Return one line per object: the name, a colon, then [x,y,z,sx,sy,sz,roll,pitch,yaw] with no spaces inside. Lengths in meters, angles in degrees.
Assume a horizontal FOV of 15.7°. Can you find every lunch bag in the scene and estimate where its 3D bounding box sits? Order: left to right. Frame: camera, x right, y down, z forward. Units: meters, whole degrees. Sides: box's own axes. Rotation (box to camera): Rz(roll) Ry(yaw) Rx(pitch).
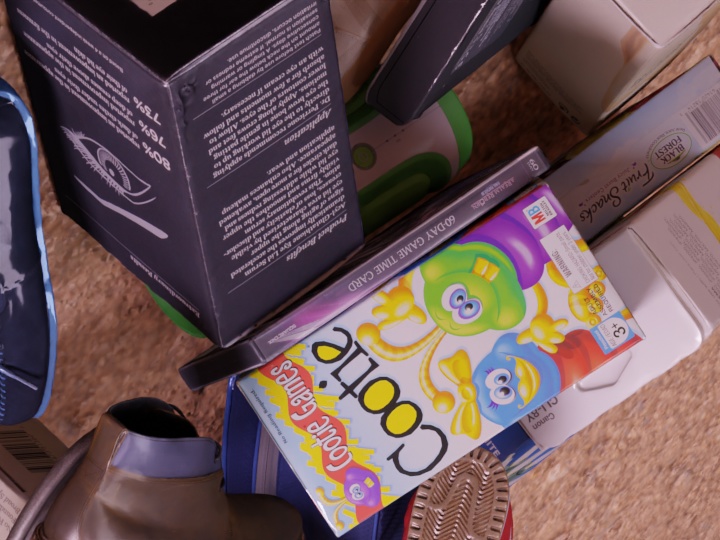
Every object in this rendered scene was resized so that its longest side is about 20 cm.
lunch bag: [-0.014,0.104,1.620,0.136,0.132,0.200,-46,152,-43]

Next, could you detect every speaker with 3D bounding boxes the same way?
speaker: [-0.032,-0.044,1.501,0.200,0.088,0.089,-34,143,-24]

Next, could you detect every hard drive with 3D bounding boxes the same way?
hard drive: [0.085,-0.170,1.479,0.140,0.033,0.200,-57,171,33]

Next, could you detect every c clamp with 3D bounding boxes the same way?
c clamp: [-0.145,0.168,1.405,0.171,0.027,0.200,-45,148,-13]

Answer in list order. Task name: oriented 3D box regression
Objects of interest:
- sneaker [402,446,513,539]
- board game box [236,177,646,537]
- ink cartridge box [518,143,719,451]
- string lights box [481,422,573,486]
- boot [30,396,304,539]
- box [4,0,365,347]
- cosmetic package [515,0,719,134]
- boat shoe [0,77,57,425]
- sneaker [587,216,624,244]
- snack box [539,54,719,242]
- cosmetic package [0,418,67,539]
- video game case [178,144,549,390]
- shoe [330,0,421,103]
sneaker: [0.039,0.198,1.524,0.112,0.071,0.200,37,75,-84]
board game box: [0.043,0.044,1.449,0.200,0.103,0.105,-33,-177,2]
ink cartridge box: [0.173,0.011,1.599,0.145,0.083,0.200,-39,178,32]
string lights box: [0.088,0.106,1.726,0.200,0.059,0.103,-43,164,35]
boot: [-0.083,0.116,1.359,0.200,0.075,0.097,-4,122,-54]
box: [-0.090,-0.086,1.339,0.104,0.148,0.200,-36,144,-22]
cosmetic package: [0.167,-0.160,1.557,0.105,0.071,0.200,-42,176,-11]
boat shoe: [-0.206,-0.008,1.353,0.069,0.084,0.200,-19,119,-28]
sneaker: [0.095,0.023,1.746,0.200,0.070,0.076,-32,159,-20]
snack box: [0.138,-0.048,1.656,0.200,0.053,0.142,-36,180,-18]
cosmetic package: [-0.222,0.185,1.460,0.071,0.105,0.200,1,118,-50]
video game case: [0.000,0.000,1.445,0.200,0.019,0.143,-33,-177,-21]
shoe: [0.027,-0.185,1.452,0.200,0.053,0.070,-53,-171,4]
